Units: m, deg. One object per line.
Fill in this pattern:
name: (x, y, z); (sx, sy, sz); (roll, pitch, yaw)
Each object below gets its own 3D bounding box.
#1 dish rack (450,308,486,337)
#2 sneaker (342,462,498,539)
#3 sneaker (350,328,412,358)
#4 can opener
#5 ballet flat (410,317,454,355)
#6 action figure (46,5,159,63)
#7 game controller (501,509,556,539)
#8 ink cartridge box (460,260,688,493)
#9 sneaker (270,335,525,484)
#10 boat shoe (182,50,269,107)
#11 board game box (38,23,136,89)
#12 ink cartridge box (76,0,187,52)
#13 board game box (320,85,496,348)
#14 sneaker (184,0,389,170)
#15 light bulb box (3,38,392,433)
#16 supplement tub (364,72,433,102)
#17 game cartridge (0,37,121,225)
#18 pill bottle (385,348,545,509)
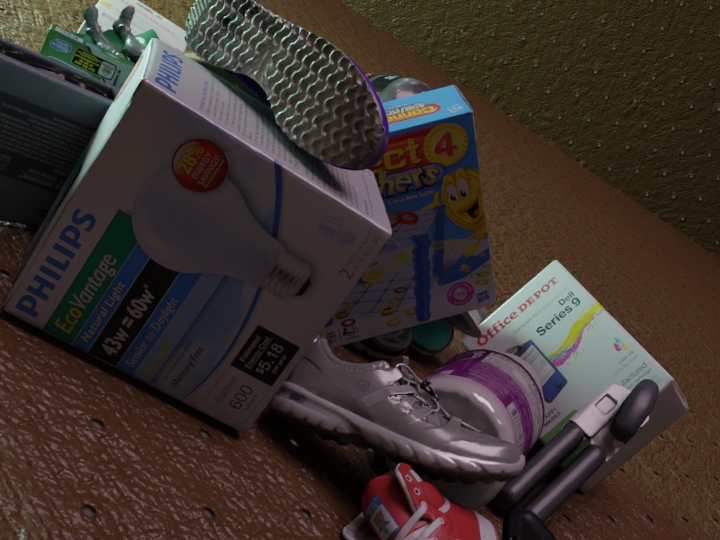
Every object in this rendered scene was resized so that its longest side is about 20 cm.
dish rack: (0.051, -0.020, 1.117); (0.171, 0.044, 0.200); (28, -18, 44)
sneaker: (0.047, 0.206, 0.719); (0.112, 0.071, 0.200); (37, 11, -13)
sneaker: (0.000, 0.000, 1.021); (0.200, 0.087, 0.074); (56, 36, -14)
can opener: (0.207, 0.162, 0.973); (0.200, 0.067, 0.053); (-33, 68, -34)
ballet flat: (0.012, 0.022, 1.124); (0.200, 0.068, 0.067); (41, -1, -5)
action figure: (-0.197, -0.167, 0.985); (0.118, 0.055, 0.200); (-16, 63, -40)
game controller: (0.140, 0.260, 0.792); (0.104, 0.042, 0.200); (45, 18, -5)
ink cartridge box: (0.226, 0.111, 1.128); (0.200, 0.145, 0.088); (53, 4, 39)
sneaker: (0.034, 0.105, 0.804); (0.199, 0.082, 0.075); (19, -17, 8)
boat shoe: (-0.080, -0.167, 0.921); (0.200, 0.072, 0.068); (12, 39, 24)
board game box: (-0.189, -0.098, 0.875); (0.200, 0.135, 0.029); (24, 14, -19)
ink cartridge box: (-0.275, -0.265, 1.249); (0.116, 0.068, 0.200); (32, 21, -17)
board game box: (0.007, -0.038, 0.898); (0.056, 0.199, 0.196); (-111, -173, -55)
sneaker: (-0.035, -0.138, 0.772); (0.200, 0.070, 0.099); (44, 14, 29)
light bulb box: (-0.117, -0.025, 0.767); (0.200, 0.198, 0.125); (30, 17, -18)
supplement tub: (0.000, -0.134, 1.032); (0.200, 0.123, 0.122); (14, 3, 36)
game cartridge: (-0.267, -0.102, 0.776); (0.200, 0.133, 0.042); (20, 33, -44)
pill bottle: (0.102, 0.131, 0.929); (0.112, 0.112, 0.200); (41, 19, 12)
